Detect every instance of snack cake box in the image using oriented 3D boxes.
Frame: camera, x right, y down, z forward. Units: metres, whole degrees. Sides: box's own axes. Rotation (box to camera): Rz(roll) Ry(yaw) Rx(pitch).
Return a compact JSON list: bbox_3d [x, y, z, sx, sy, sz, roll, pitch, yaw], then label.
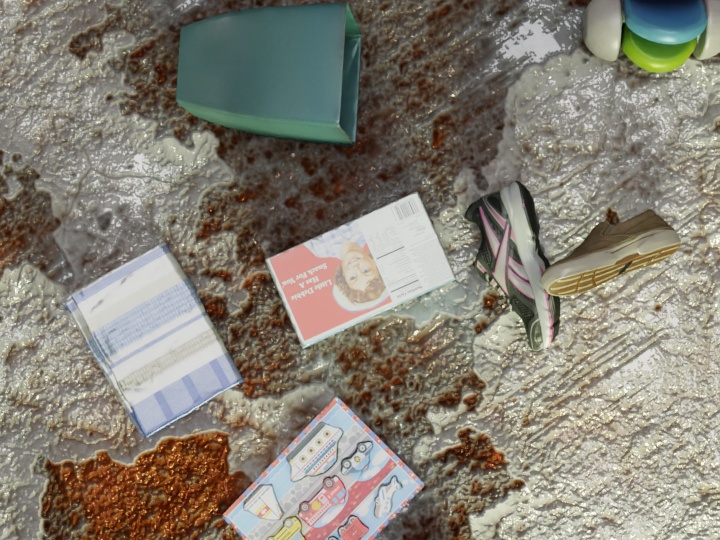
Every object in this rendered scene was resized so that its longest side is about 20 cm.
[{"bbox_3d":[0.000,0.000,1.505,0.199,0.067,0.115,-24,89,-1],"label":"snack cake box"}]

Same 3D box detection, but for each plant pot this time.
[{"bbox_3d":[-0.108,-0.228,1.489,0.199,0.141,0.142,2,86,8],"label":"plant pot"}]

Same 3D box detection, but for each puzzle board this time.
[{"bbox_3d":[-0.045,0.275,1.513,0.151,0.017,0.200,44,87,2],"label":"puzzle board"}]

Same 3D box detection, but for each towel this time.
[{"bbox_3d":[-0.250,0.082,1.523,0.146,0.024,0.201,-30,89,-4],"label":"towel"}]

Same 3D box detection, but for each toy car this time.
[{"bbox_3d":[0.355,-0.338,1.484,0.174,0.150,0.201,1,86,0],"label":"toy car"}]

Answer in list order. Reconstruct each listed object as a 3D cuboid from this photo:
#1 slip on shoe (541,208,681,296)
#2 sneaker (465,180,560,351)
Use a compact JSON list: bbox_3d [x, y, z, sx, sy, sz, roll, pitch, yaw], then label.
[{"bbox_3d":[0.286,-0.025,1.481,0.199,0.076,0.061,-18,70,-25],"label":"slip on shoe"},{"bbox_3d":[0.180,0.000,1.512,0.086,0.080,0.201,-15,85,20],"label":"sneaker"}]
